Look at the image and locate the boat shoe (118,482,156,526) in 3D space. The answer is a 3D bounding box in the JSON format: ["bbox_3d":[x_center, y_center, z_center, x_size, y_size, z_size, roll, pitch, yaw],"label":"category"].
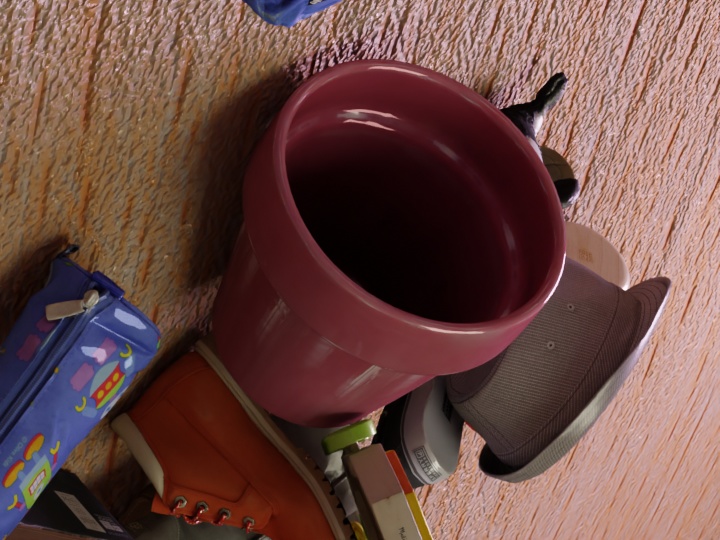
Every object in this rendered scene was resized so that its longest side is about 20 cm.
[{"bbox_3d":[-0.169,0.234,1.775,0.064,0.071,0.201,-6,126,-42],"label":"boat shoe"}]

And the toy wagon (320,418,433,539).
[{"bbox_3d":[0.020,0.173,1.649,0.039,0.156,0.200,-21,176,-4],"label":"toy wagon"}]

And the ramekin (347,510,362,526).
[{"bbox_3d":[-0.051,0.229,1.817,0.202,0.202,0.094,-46,152,-4],"label":"ramekin"}]

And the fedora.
[{"bbox_3d":[0.130,0.056,1.866,0.201,0.090,0.177,-56,-166,-24],"label":"fedora"}]

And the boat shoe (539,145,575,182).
[{"bbox_3d":[0.061,-0.014,1.767,0.200,0.072,0.066,-29,150,-16],"label":"boat shoe"}]

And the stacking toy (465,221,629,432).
[{"bbox_3d":[0.134,0.055,2.039,0.085,0.085,0.200,-24,154,-44],"label":"stacking toy"}]

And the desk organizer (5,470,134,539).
[{"bbox_3d":[-0.224,0.165,1.574,0.077,0.072,0.200,-48,157,6],"label":"desk organizer"}]

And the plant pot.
[{"bbox_3d":[0.000,0.000,1.585,0.199,0.200,0.179,-26,163,-41],"label":"plant pot"}]

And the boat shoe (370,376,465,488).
[{"bbox_3d":[0.045,0.101,1.906,0.056,0.069,0.200,-26,-164,20],"label":"boat shoe"}]

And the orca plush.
[{"bbox_3d":[0.096,-0.082,1.706,0.200,0.105,0.071,-54,136,-45],"label":"orca plush"}]

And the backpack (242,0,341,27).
[{"bbox_3d":[-0.020,-0.210,1.235,0.162,0.168,0.200,-31,156,-21],"label":"backpack"}]

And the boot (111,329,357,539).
[{"bbox_3d":[-0.075,0.146,1.654,0.107,0.200,0.075,-35,165,-10],"label":"boot"}]

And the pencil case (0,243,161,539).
[{"bbox_3d":[-0.194,0.083,1.445,0.200,0.078,0.087,-53,169,-20],"label":"pencil case"}]

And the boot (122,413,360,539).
[{"bbox_3d":[-0.074,0.196,1.736,0.200,0.072,0.183,-35,125,-29],"label":"boot"}]
